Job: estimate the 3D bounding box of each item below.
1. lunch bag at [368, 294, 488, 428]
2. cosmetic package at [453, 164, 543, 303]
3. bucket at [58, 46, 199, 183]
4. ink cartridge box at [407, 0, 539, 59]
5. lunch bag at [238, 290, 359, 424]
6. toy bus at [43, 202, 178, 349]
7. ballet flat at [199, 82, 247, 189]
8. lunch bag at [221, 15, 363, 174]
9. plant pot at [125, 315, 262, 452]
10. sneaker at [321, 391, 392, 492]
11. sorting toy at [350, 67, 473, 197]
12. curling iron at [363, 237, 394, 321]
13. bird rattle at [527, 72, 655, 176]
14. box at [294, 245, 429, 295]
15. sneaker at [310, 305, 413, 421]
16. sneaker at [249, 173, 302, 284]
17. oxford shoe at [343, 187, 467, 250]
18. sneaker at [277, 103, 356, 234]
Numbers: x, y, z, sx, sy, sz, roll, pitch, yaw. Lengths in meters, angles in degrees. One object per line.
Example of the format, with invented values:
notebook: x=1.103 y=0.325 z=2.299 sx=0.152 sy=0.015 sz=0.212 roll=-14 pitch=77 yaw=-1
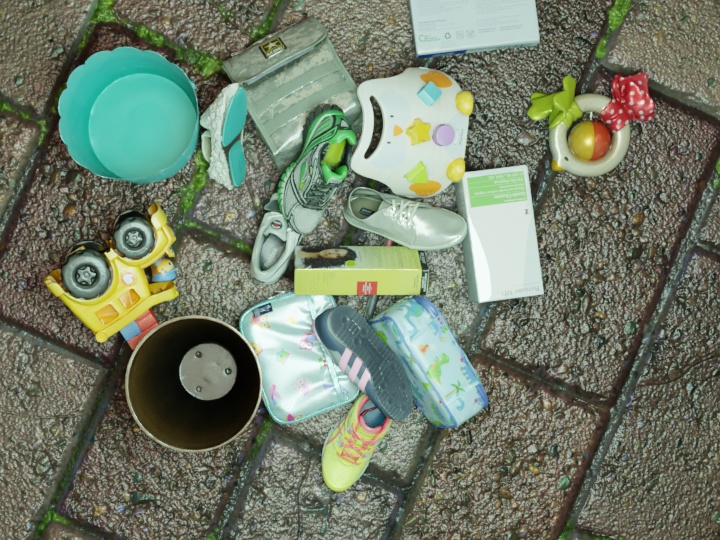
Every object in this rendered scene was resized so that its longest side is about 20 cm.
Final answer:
lunch bag: x=0.098 y=0.136 z=1.513 sx=0.082 sy=0.161 sz=0.200 roll=-33 pitch=91 yaw=-17
cosmetic package: x=0.212 y=-0.054 z=1.558 sx=0.108 sy=0.085 sz=0.200 roll=-9 pitch=88 yaw=-4
bucket: x=-0.336 y=-0.224 z=1.506 sx=0.207 sy=0.135 sz=0.207 roll=0 pitch=89 yaw=-3
ink cartridge box: x=0.171 y=-0.442 z=1.582 sx=0.199 sy=0.041 sz=0.200 roll=-6 pitch=89 yaw=-3
lunch bag: x=-0.090 y=0.123 z=1.543 sx=0.160 sy=0.077 sz=0.200 roll=-19 pitch=90 yaw=-3
toy bus: x=-0.340 y=0.021 z=1.514 sx=0.200 sy=0.136 sz=0.192 roll=-36 pitch=104 yaw=-5
ballet flat: x=-0.208 y=-0.200 z=1.498 sx=0.072 sy=0.200 sz=0.072 roll=3 pitch=50 yaw=-4
lunch bag: x=-0.101 y=-0.278 z=1.528 sx=0.164 sy=0.118 sz=0.200 roll=-29 pitch=76 yaw=-3
plant pot: x=-0.232 y=0.154 z=1.474 sx=0.187 sy=0.200 sz=0.187 roll=0 pitch=90 yaw=-3
sneaker: x=-0.002 y=0.248 z=1.540 sx=0.078 sy=0.090 sz=0.200 roll=26 pitch=89 yaw=-4
sorting toy: x=0.063 y=-0.205 z=1.493 sx=0.180 sy=0.107 sz=0.200 roll=0 pitch=100 yaw=-35
curling iron: x=0.047 y=-0.014 z=1.576 sx=0.050 sy=0.026 sz=0.200 roll=23 pitch=88 yaw=6
bird rattle: x=0.363 y=-0.229 z=1.581 sx=0.200 sy=0.113 sz=0.163 roll=-1 pitch=101 yaw=-16
box: x=0.000 y=0.000 z=1.520 sx=0.200 sy=0.075 sz=0.050 roll=0 pitch=121 yaw=-5
sneaker: x=0.002 y=0.137 z=1.487 sx=0.070 sy=0.082 sz=0.200 roll=-41 pitch=105 yaw=-34
sneaker: x=-0.114 y=-0.074 z=1.541 sx=0.074 sy=0.089 sz=0.200 roll=18 pitch=87 yaw=-1
oxford shoe: x=0.064 y=-0.080 z=1.531 sx=0.200 sy=0.058 sz=0.075 roll=16 pitch=66 yaw=18
sneaker: x=-0.063 y=-0.135 z=1.457 sx=0.078 sy=0.085 sz=0.200 roll=1 pitch=125 yaw=-27
